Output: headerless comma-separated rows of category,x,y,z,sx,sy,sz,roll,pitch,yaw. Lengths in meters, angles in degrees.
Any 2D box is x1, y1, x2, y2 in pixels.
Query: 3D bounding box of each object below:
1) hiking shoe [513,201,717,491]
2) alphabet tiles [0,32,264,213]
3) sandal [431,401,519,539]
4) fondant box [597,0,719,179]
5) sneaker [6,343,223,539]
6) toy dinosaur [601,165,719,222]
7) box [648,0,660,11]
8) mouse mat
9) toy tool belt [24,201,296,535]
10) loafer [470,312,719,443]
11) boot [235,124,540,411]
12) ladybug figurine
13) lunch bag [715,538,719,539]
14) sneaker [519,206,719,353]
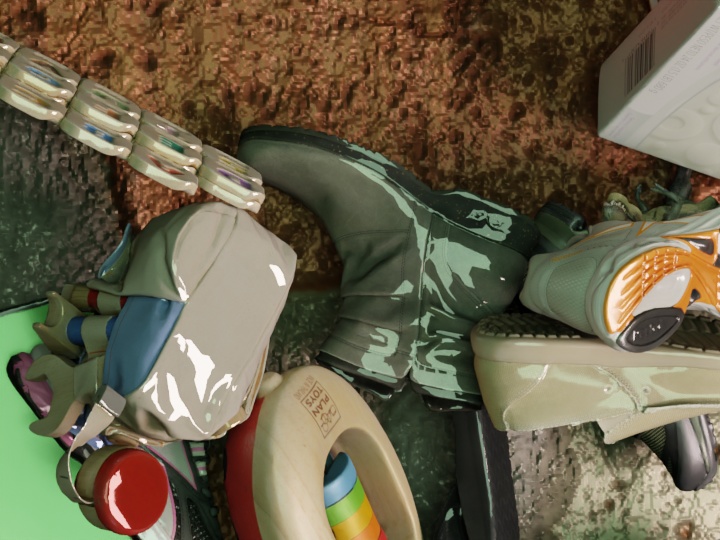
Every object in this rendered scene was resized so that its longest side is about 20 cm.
hiking shoe,0.141,0.062,1.350,0.101,0.076,0.200,-33,86,-1
alphabet tiles,-0.144,-0.090,1.231,0.200,0.196,0.015,28,99,-8
sandal,0.067,0.159,1.337,0.048,0.075,0.201,-7,81,19
fondant box,0.262,-0.107,1.301,0.199,0.144,0.058,17,57,-17
sneaker,-0.117,0.110,1.286,0.086,0.080,0.200,-37,96,-11
toy dinosaur,0.223,-0.041,1.370,0.199,0.047,0.088,9,70,-28
box,0.221,-0.224,1.333,0.041,0.119,0.201,-8,87,-41
mouse mat,-0.179,0.117,1.316,0.160,0.008,0.201,-15,92,-11
toy tool belt,-0.126,0.054,1.223,0.125,0.123,0.200,41,64,-34
loafer,0.159,0.065,1.277,0.199,0.076,0.069,5,107,-6
boot,0.000,0.000,1.299,0.199,0.068,0.131,22,80,5
ladybug figurine,-0.025,0.146,1.290,0.072,0.136,0.201,-10,113,30
lunch bag,0.187,0.269,1.294,0.199,0.132,0.136,-23,125,-9
sneaker,0.173,-0.007,1.281,0.200,0.092,0.076,-10,109,-47
